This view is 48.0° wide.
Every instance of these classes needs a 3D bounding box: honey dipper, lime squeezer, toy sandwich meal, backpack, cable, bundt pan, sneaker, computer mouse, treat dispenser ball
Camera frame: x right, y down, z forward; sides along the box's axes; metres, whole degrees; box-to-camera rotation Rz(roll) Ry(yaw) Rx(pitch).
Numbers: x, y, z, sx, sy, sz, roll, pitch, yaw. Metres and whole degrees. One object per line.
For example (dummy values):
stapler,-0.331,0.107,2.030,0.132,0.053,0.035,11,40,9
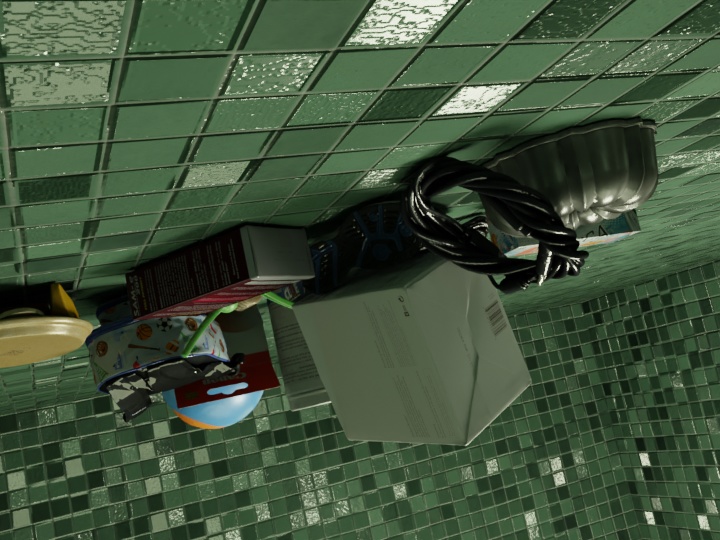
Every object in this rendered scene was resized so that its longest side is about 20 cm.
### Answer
honey dipper,-0.130,0.015,1.144,0.038,0.038,0.200,-6,166,-37
lime squeezer,-0.159,0.048,1.055,0.038,0.071,0.199,11,-157,44
toy sandwich meal,-0.417,0.066,0.964,0.203,0.071,0.205,-12,166,-3
backpack,-0.282,0.105,1.111,0.199,0.155,0.191,-23,173,-2
cable,0.130,-0.040,0.805,0.200,0.051,0.163,42,155,-31
bundt pan,0.223,-0.088,0.858,0.200,0.076,0.202,-13,171,-2
sneaker,0.008,-0.039,0.933,0.199,0.076,0.077,-20,-168,38
computer mouse,0.096,-0.051,1.023,0.109,0.044,0.200,-10,178,17
treat dispenser ball,-0.278,0.197,1.529,0.199,0.203,0.201,-12,171,-2

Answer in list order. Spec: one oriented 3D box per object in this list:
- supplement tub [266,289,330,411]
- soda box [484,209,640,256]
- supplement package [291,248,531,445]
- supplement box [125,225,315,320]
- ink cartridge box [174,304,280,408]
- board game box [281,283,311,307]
supplement tub,-0.069,0.108,1.266,0.131,0.202,0.132,-12,171,-2
soda box,0.269,-0.065,1.072,0.198,0.069,0.064,-8,170,-21
supplement package,0.060,0.087,0.967,0.199,0.193,0.147,-11,-165,48
supplement box,-0.165,0.006,0.939,0.199,0.061,0.109,-19,170,31
ink cartridge box,-0.224,0.121,1.262,0.161,0.051,0.200,-10,-149,-16
board game box,0.000,0.000,1.151,0.199,0.035,0.135,-16,174,-29
